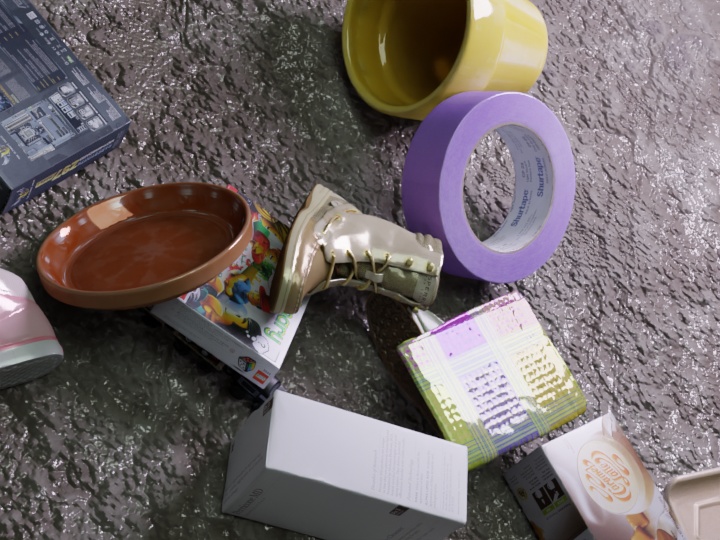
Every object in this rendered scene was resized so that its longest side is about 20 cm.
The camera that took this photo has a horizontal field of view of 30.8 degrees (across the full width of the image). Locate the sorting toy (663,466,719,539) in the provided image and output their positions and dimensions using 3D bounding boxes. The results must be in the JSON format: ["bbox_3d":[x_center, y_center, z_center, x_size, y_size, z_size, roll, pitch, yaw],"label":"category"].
[{"bbox_3d":[0.421,0.310,1.404,0.183,0.036,0.202,-4,68,-32],"label":"sorting toy"}]

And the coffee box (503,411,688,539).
[{"bbox_3d":[0.246,0.259,1.302,0.113,0.080,0.202,-17,70,-36],"label":"coffee box"}]

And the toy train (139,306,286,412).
[{"bbox_3d":[-0.149,0.064,1.222,0.199,0.046,0.034,40,49,-1],"label":"toy train"}]

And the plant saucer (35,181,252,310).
[{"bbox_3d":[-0.194,-0.021,1.190,0.197,0.033,0.201,-8,31,5],"label":"plant saucer"}]

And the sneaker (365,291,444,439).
[{"bbox_3d":[0.089,0.096,1.332,0.089,0.067,0.201,-21,72,-46],"label":"sneaker"}]

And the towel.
[{"bbox_3d":[0.133,0.107,1.293,0.199,0.023,0.145,-20,76,-41],"label":"towel"}]

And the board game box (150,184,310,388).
[{"bbox_3d":[-0.111,0.011,1.249,0.126,0.035,0.201,35,33,-10],"label":"board game box"}]

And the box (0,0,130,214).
[{"bbox_3d":[-0.343,-0.172,1.259,0.200,0.051,0.157,48,49,4],"label":"box"}]

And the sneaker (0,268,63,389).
[{"bbox_3d":[-0.353,0.054,1.092,0.199,0.075,0.106,-13,72,-43],"label":"sneaker"}]

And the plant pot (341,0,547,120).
[{"bbox_3d":[0.110,-0.267,1.502,0.188,0.200,0.203,4,57,-46],"label":"plant pot"}]

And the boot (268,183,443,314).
[{"bbox_3d":[0.000,0.000,1.252,0.154,0.073,0.200,23,28,-1],"label":"boot"}]

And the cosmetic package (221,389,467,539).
[{"bbox_3d":[-0.013,0.188,1.179,0.198,0.113,0.082,16,53,-18],"label":"cosmetic package"}]

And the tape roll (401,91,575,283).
[{"bbox_3d":[0.140,-0.090,1.406,0.198,0.065,0.203,-6,100,-36],"label":"tape roll"}]
